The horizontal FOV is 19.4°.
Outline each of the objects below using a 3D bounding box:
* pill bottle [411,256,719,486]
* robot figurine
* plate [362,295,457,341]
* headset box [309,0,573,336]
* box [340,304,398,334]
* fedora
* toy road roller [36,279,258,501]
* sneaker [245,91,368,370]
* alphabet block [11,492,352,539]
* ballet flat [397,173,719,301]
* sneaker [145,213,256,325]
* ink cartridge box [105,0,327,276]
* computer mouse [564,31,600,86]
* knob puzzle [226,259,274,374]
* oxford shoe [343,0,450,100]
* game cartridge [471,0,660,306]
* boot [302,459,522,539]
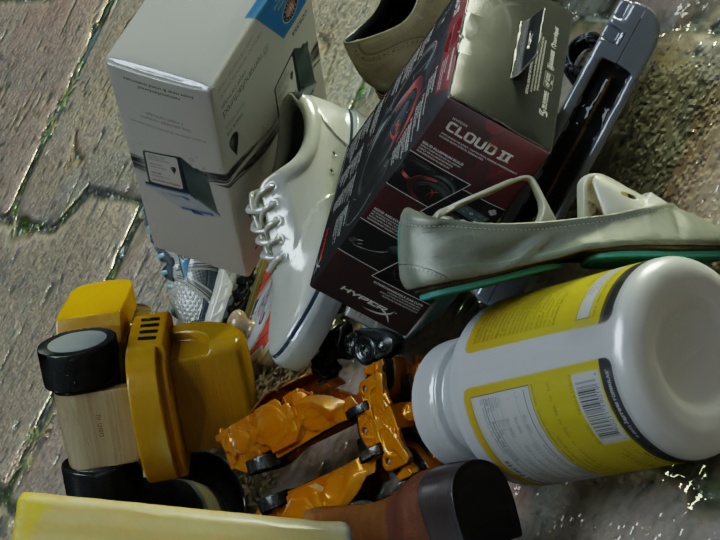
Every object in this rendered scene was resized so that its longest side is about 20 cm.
[{"bbox_3d":[0.122,0.063,1.207,0.199,0.112,0.113,-17,53,51],"label":"pill bottle"},{"bbox_3d":[-0.012,0.118,1.390,0.200,0.058,0.146,-29,73,42],"label":"robot figurine"},{"bbox_3d":[0.058,-0.028,1.422,0.201,0.025,0.201,-59,14,24],"label":"plate"},{"bbox_3d":[0.056,-0.082,1.305,0.200,0.075,0.149,-53,15,39],"label":"headset box"},{"bbox_3d":[0.000,0.000,1.454,0.042,0.039,0.200,-61,14,6],"label":"box"},{"bbox_3d":[-0.167,0.208,1.547,0.200,0.091,0.202,-36,40,37],"label":"fedora"},{"bbox_3d":[-0.146,0.084,1.532,0.200,0.145,0.124,-95,-4,-74],"label":"toy road roller"},{"bbox_3d":[-0.045,-0.029,1.407,0.073,0.070,0.201,-41,33,51],"label":"sneaker"},{"bbox_3d":[-0.114,0.266,1.234,0.196,0.198,0.197,99,175,-48],"label":"alphabet block"},{"bbox_3d":[0.119,-0.026,1.212,0.067,0.198,0.064,136,126,-82],"label":"ballet flat"},{"bbox_3d":[-0.125,-0.013,1.623,0.078,0.086,0.201,26,-103,-81],"label":"sneaker"},{"bbox_3d":[-0.093,-0.118,1.461,0.085,0.201,0.147,17,57,20],"label":"ink cartridge box"},{"bbox_3d":[0.115,-0.145,1.454,0.200,0.034,0.059,12,76,58],"label":"computer mouse"},{"bbox_3d":[-0.051,-0.021,1.538,0.220,0.030,0.220,-59,14,25],"label":"knob puzzle"},{"bbox_3d":[0.067,-0.206,1.478,0.200,0.075,0.070,-53,31,-13],"label":"oxford shoe"},{"bbox_3d":[0.128,-0.072,1.313,0.201,0.041,0.133,-62,-7,7],"label":"game cartridge"},{"bbox_3d":[0.028,0.219,1.255,0.200,0.068,0.190,-29,75,55],"label":"boot"}]
